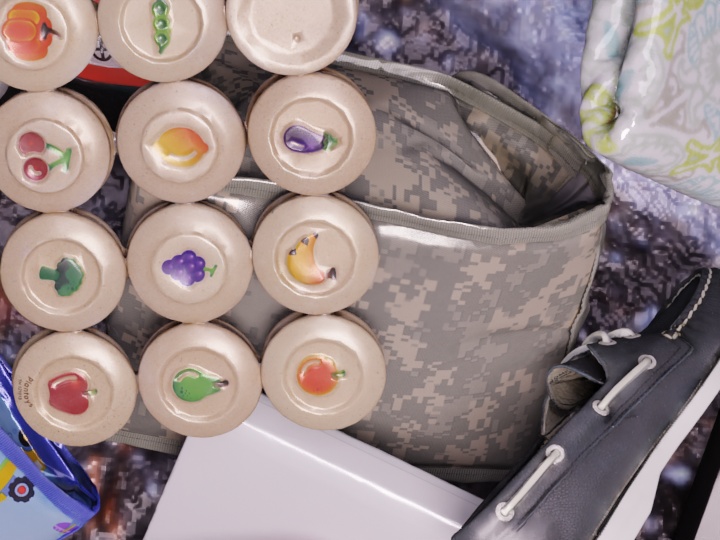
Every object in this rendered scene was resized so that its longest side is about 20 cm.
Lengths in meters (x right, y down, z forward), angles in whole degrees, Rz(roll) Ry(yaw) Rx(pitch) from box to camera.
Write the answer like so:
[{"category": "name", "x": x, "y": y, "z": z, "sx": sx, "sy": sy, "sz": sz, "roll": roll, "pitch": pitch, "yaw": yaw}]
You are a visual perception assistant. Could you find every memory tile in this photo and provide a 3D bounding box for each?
[{"category": "memory tile", "x": -0.068, "y": -0.026, "z": 1.079, "sx": 0.153, "sy": 0.017, "sz": 0.200, "roll": -3, "pitch": 111, "yaw": 4}]

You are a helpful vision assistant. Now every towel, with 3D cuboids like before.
[{"category": "towel", "x": 0.163, "y": -0.127, "z": 1.193, "sx": 0.048, "sy": 0.171, "sz": 0.200, "roll": 5, "pitch": 81, "yaw": 42}]

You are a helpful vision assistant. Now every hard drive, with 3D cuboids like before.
[{"category": "hard drive", "x": 0.009, "y": 0.132, "z": 1.173, "sx": 0.200, "sy": 0.132, "sz": 0.027, "roll": 25, "pitch": 45, "yaw": 0}]

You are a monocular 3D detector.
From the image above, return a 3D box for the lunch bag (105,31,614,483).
[{"category": "lunch bag", "x": 0.000, "y": 0.000, "z": 1.173, "sx": 0.200, "sy": 0.164, "sz": 0.118, "roll": 12, "pitch": 42, "yaw": -1}]

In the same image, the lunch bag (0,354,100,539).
[{"category": "lunch bag", "x": -0.215, "y": 0.076, "z": 1.154, "sx": 0.150, "sy": 0.094, "sz": 0.200, "roll": -31, "pitch": 109, "yaw": 17}]

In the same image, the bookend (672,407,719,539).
[{"category": "bookend", "x": 0.227, "y": 0.141, "z": 1.162, "sx": 0.198, "sy": 0.092, "sz": 0.200, "roll": 18, "pitch": 101, "yaw": 3}]

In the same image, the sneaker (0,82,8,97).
[{"category": "sneaker", "x": -0.199, "y": 0.001, "z": 1.215, "sx": 0.115, "sy": 0.076, "sz": 0.201, "roll": 44, "pitch": 99, "yaw": -4}]

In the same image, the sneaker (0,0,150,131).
[{"category": "sneaker", "x": -0.105, "y": -0.113, "z": 1.257, "sx": 0.201, "sy": 0.067, "sz": 0.108, "roll": 8, "pitch": 53, "yaw": 15}]

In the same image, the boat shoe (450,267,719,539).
[{"category": "boat shoe", "x": 0.101, "y": 0.058, "z": 1.128, "sx": 0.060, "sy": 0.076, "sz": 0.200, "roll": 37, "pitch": 47, "yaw": -2}]
